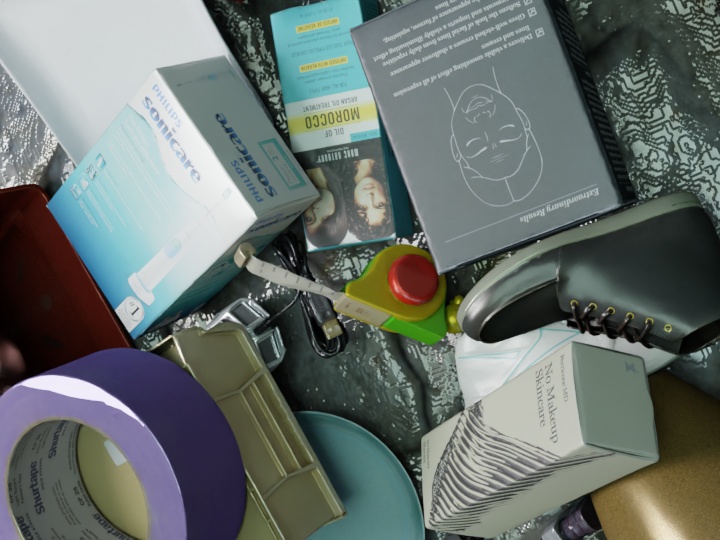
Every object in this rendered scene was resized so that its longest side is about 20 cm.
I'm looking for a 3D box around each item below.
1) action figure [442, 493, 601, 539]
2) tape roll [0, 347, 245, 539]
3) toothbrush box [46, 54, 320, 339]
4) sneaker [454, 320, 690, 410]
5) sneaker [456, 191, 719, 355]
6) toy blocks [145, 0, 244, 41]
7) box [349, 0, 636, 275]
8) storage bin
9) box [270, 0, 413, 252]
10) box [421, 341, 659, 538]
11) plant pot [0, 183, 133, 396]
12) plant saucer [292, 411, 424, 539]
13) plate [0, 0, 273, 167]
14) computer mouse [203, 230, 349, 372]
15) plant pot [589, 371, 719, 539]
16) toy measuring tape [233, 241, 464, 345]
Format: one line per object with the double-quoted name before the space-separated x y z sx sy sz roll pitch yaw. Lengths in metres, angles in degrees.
"action figure" 0.130 0.258 0.931 0.200 0.069 0.130 -38 89 23
"tape roll" -0.195 0.166 0.890 0.200 0.085 0.200 6 104 24
"toothbrush box" -0.153 -0.059 0.960 0.200 0.085 0.147 -42 80 39
"sneaker" 0.164 0.059 0.897 0.200 0.070 0.080 -17 86 21
"sneaker" 0.174 0.027 0.835 0.200 0.075 0.106 -25 62 9
"toy blocks" -0.181 -0.261 0.987 0.200 0.100 0.137 -26 97 20
"box" 0.104 -0.117 0.881 0.148 0.107 0.200 -20 87 20
"storage bin" -0.153 0.171 0.971 0.200 0.094 0.199 -31 86 28
"box" -0.015 -0.120 0.954 0.082 0.049 0.200 -9 92 20
"box" 0.124 0.130 0.842 0.200 0.068 0.082 -45 39 49
"plant pot" -0.361 0.062 1.030 0.176 0.200 0.200 -33 84 31
"plant saucer" -0.036 0.219 1.006 0.200 0.027 0.200 2 96 20
"plate" -0.198 -0.177 0.976 0.199 0.032 0.200 -12 132 20
"computer mouse" -0.100 0.060 0.998 0.200 0.044 0.110 -34 87 28
"plant pot" 0.253 0.177 0.831 0.186 0.186 0.200 -45 64 18
"toy measuring tape" 0.000 0.000 0.931 0.200 0.074 0.074 22 103 -11
